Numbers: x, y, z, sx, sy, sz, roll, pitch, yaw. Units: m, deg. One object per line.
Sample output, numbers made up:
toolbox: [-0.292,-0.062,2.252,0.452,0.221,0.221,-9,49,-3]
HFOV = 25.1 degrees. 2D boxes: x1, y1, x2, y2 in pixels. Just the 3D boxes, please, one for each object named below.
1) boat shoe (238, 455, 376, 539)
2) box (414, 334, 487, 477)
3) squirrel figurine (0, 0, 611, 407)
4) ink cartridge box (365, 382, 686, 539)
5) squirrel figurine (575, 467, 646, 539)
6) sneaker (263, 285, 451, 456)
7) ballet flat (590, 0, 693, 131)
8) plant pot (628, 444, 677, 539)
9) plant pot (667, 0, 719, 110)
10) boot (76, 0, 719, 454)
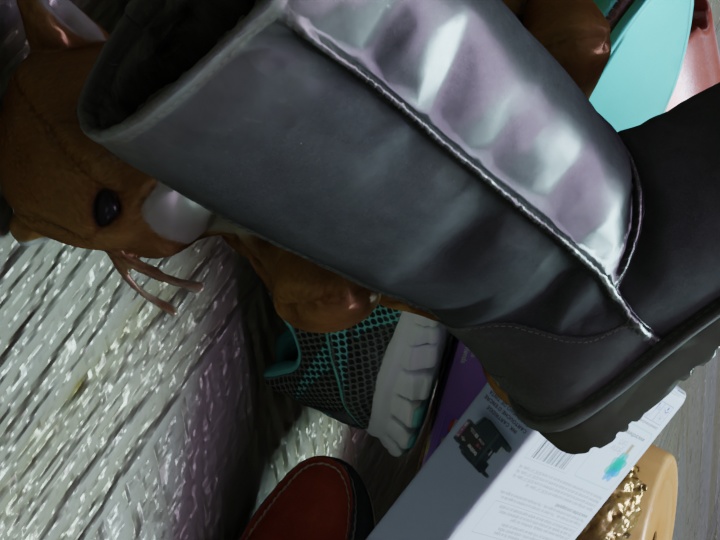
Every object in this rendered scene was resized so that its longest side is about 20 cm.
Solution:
boat shoe: [-0.048,0.166,0.740,0.201,0.071,0.063,-64,152,-29]
box: [0.070,0.014,0.802,0.137,0.039,0.201,-73,177,-53]
squirrel figurine: [-0.032,-0.053,0.566,0.200,0.186,0.142,-110,-159,-54]
ink cartridge box: [0.061,0.116,0.755,0.200,0.042,0.119,-55,147,5]
squirrel figurine: [0.105,0.139,0.972,0.200,0.141,0.187,-61,177,27]
sneaker: [0.000,0.000,0.727,0.078,0.091,0.201,-67,171,-51]
ballet flat: [0.073,-0.042,0.636,0.067,0.070,0.201,-20,135,-34]
plant pot: [0.148,0.187,1.176,0.200,0.139,0.201,9,90,-70]
plant pot: [0.157,-0.071,1.035,0.201,0.200,0.196,-54,139,-51]
boot: [0.049,-0.052,0.448,0.182,0.073,0.200,-47,120,3]
